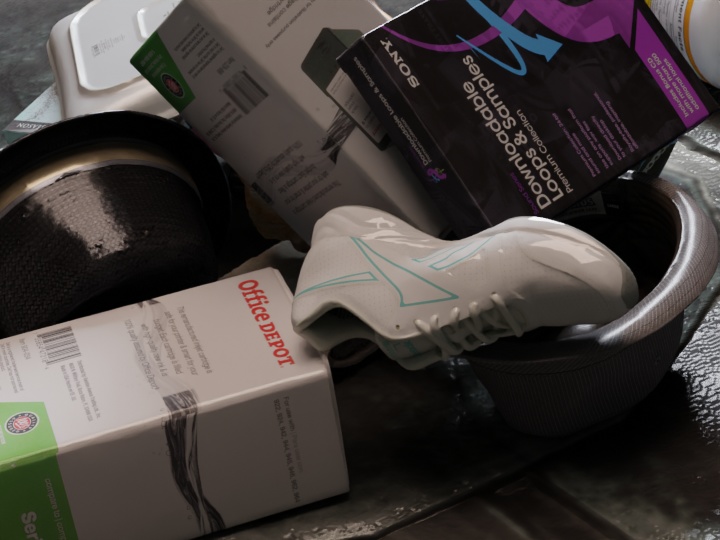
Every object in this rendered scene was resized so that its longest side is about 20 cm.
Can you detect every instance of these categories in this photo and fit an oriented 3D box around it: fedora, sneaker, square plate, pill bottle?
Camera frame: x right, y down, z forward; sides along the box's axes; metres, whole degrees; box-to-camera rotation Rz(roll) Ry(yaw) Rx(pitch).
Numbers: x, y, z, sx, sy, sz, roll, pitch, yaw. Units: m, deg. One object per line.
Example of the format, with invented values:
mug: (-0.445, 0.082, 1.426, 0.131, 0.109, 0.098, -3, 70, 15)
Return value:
fedora: (-0.158, 0.003, 1.452, 0.199, 0.202, 0.092, -19, 42, -17)
sneaker: (0.052, 0.018, 1.290, 0.199, 0.071, 0.081, 2, 51, 31)
fedora: (0.119, 0.028, 1.383, 0.176, 0.091, 0.200, 3, 36, 28)
square plate: (-0.117, -0.162, 1.618, 0.197, 0.029, 0.200, -23, 30, 1)
pill bottle: (0.263, -0.189, 1.739, 0.110, 0.112, 0.200, -20, 28, -20)

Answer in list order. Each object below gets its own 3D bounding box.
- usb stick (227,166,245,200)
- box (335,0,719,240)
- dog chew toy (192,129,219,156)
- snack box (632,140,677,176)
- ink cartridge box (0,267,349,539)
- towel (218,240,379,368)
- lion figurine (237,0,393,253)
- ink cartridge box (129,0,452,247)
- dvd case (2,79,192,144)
usb stick: (0.005, -0.064, 1.594, 0.199, 0.033, 0.056, 4, 39, 28)
box: (0.098, -0.105, 1.382, 0.200, 0.143, 0.036, -33, -4, -36)
dog chew toy: (-0.040, -0.118, 1.704, 0.124, 0.125, 0.200, -27, 39, -31)
snack box: (0.117, -0.088, 1.557, 0.116, 0.037, 0.200, 34, 23, 18)
ink cartridge box: (-0.120, 0.085, 1.363, 0.199, 0.085, 0.146, -15, 27, -9)
towel: (0.000, 0.000, 1.547, 0.132, 0.035, 0.200, 14, 35, 42)
lion figurine: (-0.018, -0.107, 1.560, 0.122, 0.072, 0.201, 18, 70, 50)
ink cartridge box: (-0.025, -0.095, 1.425, 0.084, 0.200, 0.146, -47, 7, -21)
dvd case: (-0.130, -0.141, 1.643, 0.145, 0.022, 0.200, 8, 44, 43)
